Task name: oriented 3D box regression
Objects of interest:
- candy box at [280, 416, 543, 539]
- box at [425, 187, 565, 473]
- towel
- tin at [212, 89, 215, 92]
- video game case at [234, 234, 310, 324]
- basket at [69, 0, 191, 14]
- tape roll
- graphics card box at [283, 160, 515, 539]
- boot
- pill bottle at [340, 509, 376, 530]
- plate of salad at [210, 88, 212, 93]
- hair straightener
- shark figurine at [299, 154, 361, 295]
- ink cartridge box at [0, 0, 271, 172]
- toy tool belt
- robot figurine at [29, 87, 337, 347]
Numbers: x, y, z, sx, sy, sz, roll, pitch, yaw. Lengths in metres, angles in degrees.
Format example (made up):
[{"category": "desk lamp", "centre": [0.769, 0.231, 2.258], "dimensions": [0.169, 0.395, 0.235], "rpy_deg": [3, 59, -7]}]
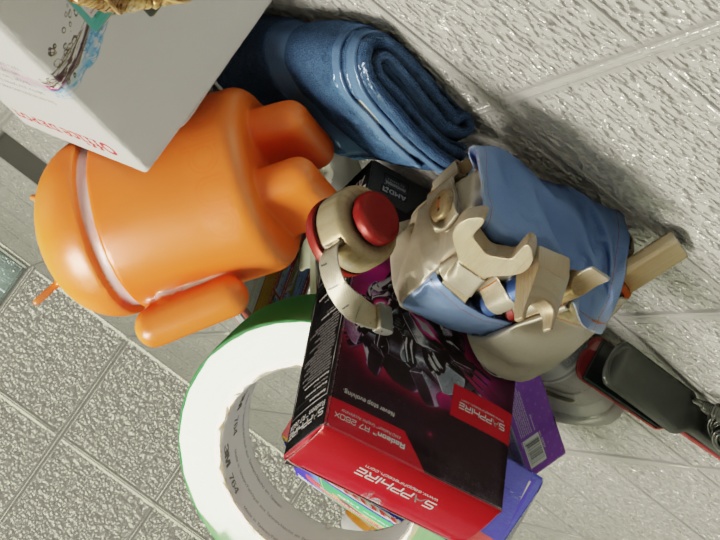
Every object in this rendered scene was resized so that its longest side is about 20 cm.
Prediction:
[{"category": "candy box", "centre": [0.036, 0.149, 1.368], "dimensions": [0.168, 0.077, 0.200], "rpy_deg": [32, 167, 8]}, {"category": "box", "centre": [0.064, 0.038, 1.343], "dimensions": [0.136, 0.039, 0.202], "rpy_deg": [18, 133, 56]}, {"category": "towel", "centre": [-0.021, -0.111, 1.177], "dimensions": [0.112, 0.049, 0.199], "rpy_deg": [43, 166, -31]}, {"category": "tin", "centre": [-0.161, -0.116, 1.509], "dimensions": [0.111, 0.042, 0.200], "rpy_deg": [27, 164, -3]}, {"category": "video game case", "centre": [-0.058, -0.027, 1.361], "dimensions": [0.017, 0.144, 0.200], "rpy_deg": [16, 166, 14]}, {"category": "basket", "centre": [-0.108, -0.193, 0.858], "dimensions": [0.148, 0.143, 0.200], "rpy_deg": [31, 168, 21]}, {"category": "tape roll", "centre": [-0.018, 0.117, 1.230], "dimensions": [0.199, 0.201, 0.048], "rpy_deg": [34, -152, 6]}, {"category": "graphics card box", "centre": [0.032, 0.045, 1.128], "dimensions": [0.125, 0.201, 0.051], "rpy_deg": [27, 138, -19]}, {"category": "boot", "centre": [0.112, 0.070, 1.448], "dimensions": [0.199, 0.074, 0.096], "rpy_deg": [18, 153, 52]}, {"category": "pill bottle", "centre": [0.081, 0.153, 1.529], "dimensions": [0.112, 0.201, 0.112], "rpy_deg": [35, 180, 0]}, {"category": "plate of salad", "centre": [-0.127, -0.083, 1.316], "dimensions": [0.200, 0.048, 0.202], "rpy_deg": [-16, -90, -79]}, {"category": "hair straightener", "centre": [0.243, 0.115, 1.345], "dimensions": [0.200, 0.041, 0.077], "rpy_deg": [40, 168, -19]}, {"category": "shark figurine", "centre": [-0.001, 0.023, 1.320], "dimensions": [0.088, 0.129, 0.216], "rpy_deg": [1, 132, -6]}, {"category": "ink cartridge box", "centre": [-0.177, -0.183, 1.086], "dimensions": [0.146, 0.147, 0.200], "rpy_deg": [22, 162, 46]}, {"category": "toy tool belt", "centre": [0.081, -0.019, 1.069], "dimensions": [0.199, 0.126, 0.122], "rpy_deg": [21, 145, -37]}, {"category": "robot figurine", "centre": [-0.113, -0.042, 1.161], "dimensions": [0.117, 0.198, 0.145], "rpy_deg": [-59, -49, -71]}]
